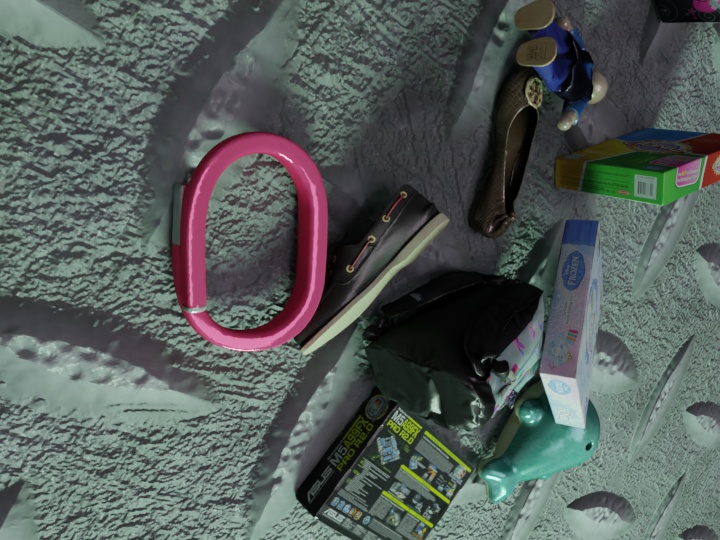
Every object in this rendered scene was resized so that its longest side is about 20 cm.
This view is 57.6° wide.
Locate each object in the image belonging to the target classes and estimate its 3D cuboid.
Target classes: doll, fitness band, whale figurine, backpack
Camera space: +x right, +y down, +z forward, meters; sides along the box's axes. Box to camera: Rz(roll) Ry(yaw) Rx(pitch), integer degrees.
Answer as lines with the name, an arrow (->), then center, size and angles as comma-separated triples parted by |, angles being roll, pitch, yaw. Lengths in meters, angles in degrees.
doll -> 0.234, -0.229, 0.748 | 0.200, 0.048, 0.137 | 5, 82, -54
fitness band -> -0.095, -0.024, 0.592 | 0.143, 0.037, 0.200 | -5, 104, -35
whale figurine -> 0.253, 0.245, 0.911 | 0.200, 0.104, 0.159 | -36, 124, -24
backpack -> 0.122, 0.084, 0.738 | 0.200, 0.167, 0.127 | -33, 132, -40

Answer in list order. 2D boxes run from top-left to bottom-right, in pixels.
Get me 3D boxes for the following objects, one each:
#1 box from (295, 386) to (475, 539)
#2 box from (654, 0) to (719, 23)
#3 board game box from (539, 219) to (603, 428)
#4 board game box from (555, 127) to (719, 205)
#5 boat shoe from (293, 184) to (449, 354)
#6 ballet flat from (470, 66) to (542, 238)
box -> 0.038, 0.256, 0.794 | 0.160, 0.044, 0.200 | -53, 129, -11
box -> 0.418, -0.421, 0.794 | 0.132, 0.115, 0.200 | -52, 127, -8
board game box -> 0.269, 0.072, 0.820 | 0.200, 0.043, 0.199 | 55, 45, -55
board game box -> 0.375, -0.138, 0.837 | 0.200, 0.153, 0.040 | -21, 116, -31
boat shoe -> 0.000, 0.000, 0.667 | 0.201, 0.063, 0.074 | -47, 172, 0
ballet flat -> 0.178, -0.134, 0.758 | 0.067, 0.046, 0.200 | 10, 99, -39
